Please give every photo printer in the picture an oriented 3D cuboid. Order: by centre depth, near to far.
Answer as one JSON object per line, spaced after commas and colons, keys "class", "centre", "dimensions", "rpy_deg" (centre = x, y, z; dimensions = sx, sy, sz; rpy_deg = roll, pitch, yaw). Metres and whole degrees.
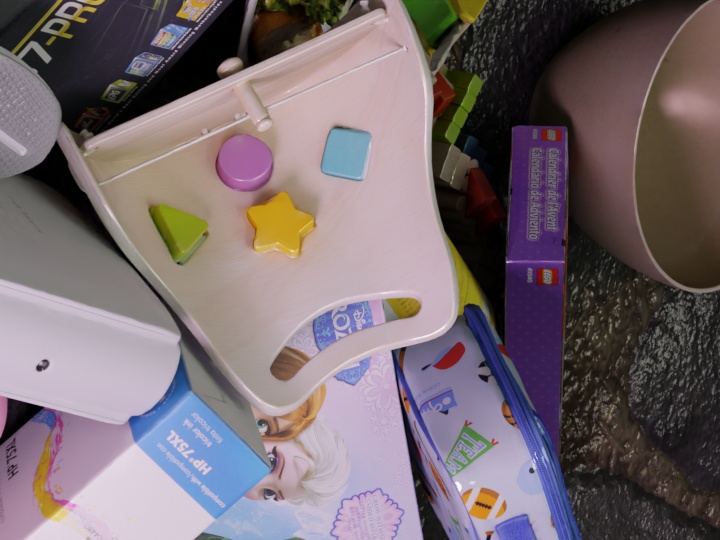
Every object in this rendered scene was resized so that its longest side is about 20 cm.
{"class": "photo printer", "centre": [-0.202, -0.006, 1.133], "dimensions": [0.199, 0.166, 0.070], "rpy_deg": [20, 109, -47]}

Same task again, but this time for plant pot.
{"class": "plant pot", "centre": [0.192, -0.096, 1.553], "dimensions": [0.199, 0.134, 0.202], "rpy_deg": [-16, 112, -44]}

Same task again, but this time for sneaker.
{"class": "sneaker", "centre": [-0.236, -0.099, 1.089], "dimensions": [0.199, 0.080, 0.071], "rpy_deg": [15, 108, -26]}

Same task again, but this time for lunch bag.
{"class": "lunch bag", "centre": [0.083, 0.132, 1.344], "dimensions": [0.075, 0.161, 0.201], "rpy_deg": [-24, 130, -3]}

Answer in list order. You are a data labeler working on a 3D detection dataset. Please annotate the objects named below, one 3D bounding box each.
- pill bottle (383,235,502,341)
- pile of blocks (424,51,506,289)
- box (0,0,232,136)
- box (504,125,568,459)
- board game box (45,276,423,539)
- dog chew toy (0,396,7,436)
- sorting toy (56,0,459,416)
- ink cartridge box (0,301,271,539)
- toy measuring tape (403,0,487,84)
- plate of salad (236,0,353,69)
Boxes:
{"class": "pill bottle", "centre": [0.000, 0.000, 1.389], "dimensions": [0.112, 0.112, 0.200], "rpy_deg": [-55, 135, -21]}
{"class": "pile of blocks", "centre": [0.066, -0.071, 1.478], "dimensions": [0.082, 0.062, 0.201], "rpy_deg": [-45, 130, -29]}
{"class": "box", "centre": [-0.138, -0.153, 1.158], "dimensions": [0.200, 0.049, 0.161], "rpy_deg": [-43, 147, 27]}
{"class": "box", "centre": [0.113, 0.027, 1.487], "dimensions": [0.137, 0.039, 0.201], "rpy_deg": [-84, 173, -49]}
{"class": "board game box", "centre": [-0.075, 0.091, 1.315], "dimensions": [0.198, 0.041, 0.201], "rpy_deg": [-15, 116, -8]}
{"class": "dog chew toy", "centre": [-0.254, 0.071, 1.136], "dimensions": [0.199, 0.124, 0.126], "rpy_deg": [-4, 104, -55]}
{"class": "sorting toy", "centre": [-0.039, -0.025, 1.226], "dimensions": [0.199, 0.107, 0.181], "rpy_deg": [-25, 79, -15]}
{"class": "ink cartridge box", "centre": [-0.149, 0.123, 1.221], "dimensions": [0.200, 0.116, 0.067], "rpy_deg": [-41, 115, 6]}
{"class": "toy measuring tape", "centre": [0.034, -0.162, 1.383], "dimensions": [0.200, 0.073, 0.074], "rpy_deg": [-60, 146, -60]}
{"class": "plate of salad", "centre": [-0.011, -0.179, 1.317], "dimensions": [0.201, 0.048, 0.200], "rpy_deg": [-58, 166, -23]}
